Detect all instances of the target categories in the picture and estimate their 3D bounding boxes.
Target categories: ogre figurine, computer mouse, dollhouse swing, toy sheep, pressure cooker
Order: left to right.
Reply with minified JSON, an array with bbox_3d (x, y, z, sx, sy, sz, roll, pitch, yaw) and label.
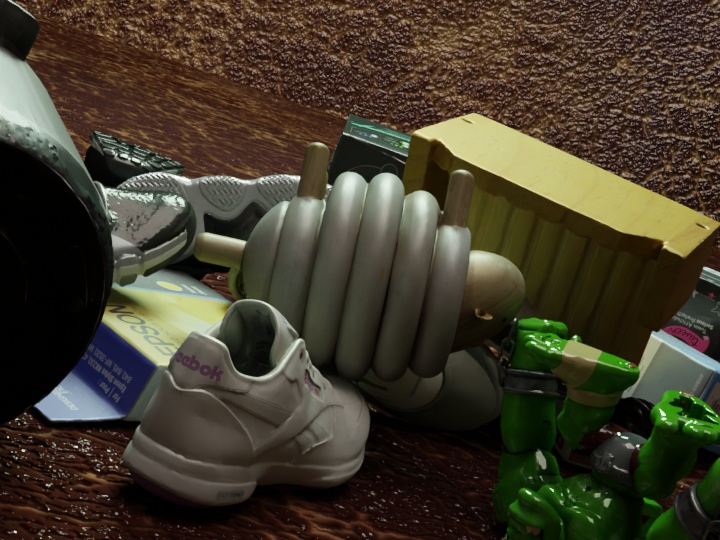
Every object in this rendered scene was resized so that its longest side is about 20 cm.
[{"bbox_3d":[-0.219,-0.037,0.665,0.176,0.179,0.200,-18,34,-16],"label":"pressure cooker"},{"bbox_3d":[0.000,0.000,0.833,0.200,0.138,0.138,10,10,4],"label":"toy sheep"},{"bbox_3d":[0.117,0.045,0.955,0.200,0.044,0.110,37,4,-7],"label":"computer mouse"},{"bbox_3d":[0.123,0.009,0.992,0.200,0.176,0.182,27,21,17],"label":"dollhouse swing"},{"bbox_3d":[0.131,0.112,0.742,0.200,0.120,0.098,25,17,36],"label":"ogre figurine"}]

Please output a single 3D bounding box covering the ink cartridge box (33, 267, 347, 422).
[{"bbox_3d":[-0.143,0.037,0.850,0.200,0.047,0.198,11,14,-45],"label":"ink cartridge box"}]

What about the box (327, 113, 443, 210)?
[{"bbox_3d":[0.019,-0.048,1.257,0.124,0.149,0.200,19,11,-3],"label":"box"}]

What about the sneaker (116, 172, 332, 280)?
[{"bbox_3d":[-0.092,-0.025,1.030,0.200,0.076,0.114,6,-13,-15],"label":"sneaker"}]

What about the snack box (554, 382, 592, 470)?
[{"bbox_3d":[0.166,0.111,1.055,0.072,0.024,0.200,18,11,-10],"label":"snack box"}]

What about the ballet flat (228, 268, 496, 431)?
[{"bbox_3d":[-0.003,0.050,0.915,0.200,0.067,0.064,34,17,6],"label":"ballet flat"}]

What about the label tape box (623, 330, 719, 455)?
[{"bbox_3d":[0.238,0.080,1.147,0.143,0.066,0.200,23,6,-45],"label":"label tape box"}]

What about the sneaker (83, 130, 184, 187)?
[{"bbox_3d":[-0.190,-0.056,1.091,0.076,0.088,0.200,21,0,-11],"label":"sneaker"}]

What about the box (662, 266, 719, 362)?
[{"bbox_3d":[0.277,0.035,1.383,0.200,0.115,0.132,25,11,25],"label":"box"}]

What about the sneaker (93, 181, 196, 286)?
[{"bbox_3d":[-0.191,-0.045,0.806,0.200,0.116,0.075,-16,32,-25],"label":"sneaker"}]

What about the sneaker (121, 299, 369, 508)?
[{"bbox_3d":[-0.041,0.066,0.732,0.075,0.100,0.200,23,10,23],"label":"sneaker"}]

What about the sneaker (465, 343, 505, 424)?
[{"bbox_3d":[0.051,0.052,1.024,0.200,0.074,0.115,26,16,37],"label":"sneaker"}]
